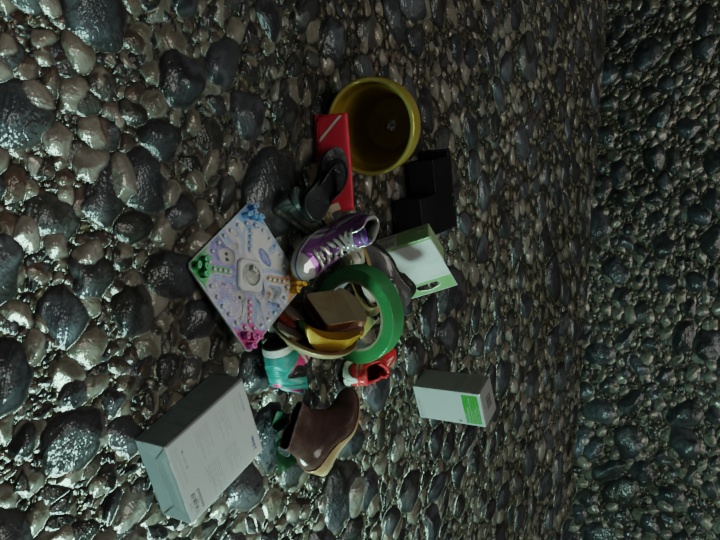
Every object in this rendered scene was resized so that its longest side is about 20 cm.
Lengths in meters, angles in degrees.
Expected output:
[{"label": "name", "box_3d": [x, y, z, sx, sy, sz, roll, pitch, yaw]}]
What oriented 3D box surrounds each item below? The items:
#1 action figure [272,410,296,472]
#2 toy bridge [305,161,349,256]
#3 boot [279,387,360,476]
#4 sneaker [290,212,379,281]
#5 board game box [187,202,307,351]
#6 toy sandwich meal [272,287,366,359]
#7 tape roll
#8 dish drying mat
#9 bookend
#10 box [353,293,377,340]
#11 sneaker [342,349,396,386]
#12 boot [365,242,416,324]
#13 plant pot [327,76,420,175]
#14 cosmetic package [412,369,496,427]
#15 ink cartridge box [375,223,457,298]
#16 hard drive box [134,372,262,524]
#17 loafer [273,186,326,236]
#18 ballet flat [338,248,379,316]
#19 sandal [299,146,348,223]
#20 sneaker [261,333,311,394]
[{"label": "action figure", "box_3d": [-0.108, 0.349, 1.579, 0.199, 0.054, 0.121, 9, 82, -61]}, {"label": "toy bridge", "box_3d": [-0.063, -0.124, 1.553, 0.203, 0.027, 0.067, 67, 19, -4]}, {"label": "boot", "box_3d": [-0.076, 0.299, 1.508, 0.167, 0.071, 0.203, 54, 52, -47]}, {"label": "sneaker", "box_3d": [-0.043, -0.052, 1.460, 0.200, 0.113, 0.073, -44, 117, -29]}, {"label": "board game box", "box_3d": [-0.200, 0.008, 1.388, 0.202, 0.026, 0.201, 59, 44, -23]}, {"label": "toy sandwich meal", "box_3d": [-0.079, 0.095, 1.476, 0.204, 0.204, 0.071, -19, 137, -55]}, {"label": "tape roll", "box_3d": [-0.003, 0.091, 1.582, 0.048, 0.197, 0.205, -20, 109, -54]}, {"label": "dish drying mat", "box_3d": [-0.057, -0.227, 1.589, 0.018, 0.075, 0.205, -65, 152, -79]}, {"label": "bookend", "box_3d": [0.152, -0.190, 1.899, 0.199, 0.091, 0.203, -25, 111, -52]}, {"label": "box", "box_3d": [0.017, 0.081, 1.749, 0.200, 0.049, 0.077, -46, 128, -45]}, {"label": "sneaker", "box_3d": [0.038, 0.230, 1.761, 0.199, 0.083, 0.079, -24, 113, -54]}, {"label": "boot", "box_3d": [0.037, 0.032, 1.695, 0.199, 0.070, 0.133, 41, 52, -11]}, {"label": "plant pot", "box_3d": [0.047, -0.318, 1.651, 0.189, 0.196, 0.206, -32, 120, -68]}, {"label": "cosmetic package", "box_3d": [0.249, 0.335, 1.993, 0.085, 0.196, 0.110, -45, 126, -47]}, {"label": "ink cartridge box", "box_3d": [0.139, -0.018, 1.841, 0.201, 0.143, 0.049, 52, 28, -46]}, {"label": "hard drive box", "box_3d": [-0.271, 0.301, 1.296, 0.200, 0.075, 0.159, -40, 125, -48]}, {"label": "loafer", "box_3d": [-0.108, -0.105, 1.547, 0.200, 0.062, 0.073, 43, 26, -54]}, {"label": "ballet flat", "box_3d": [0.000, 0.000, 1.633, 0.063, 0.067, 0.203, 116, -50, -76]}, {"label": "sandal", "box_3d": [-0.058, -0.173, 1.505, 0.076, 0.047, 0.203, 49, 45, -29]}, {"label": "sneaker", "box_3d": [-0.125, 0.183, 1.508, 0.199, 0.082, 0.124, -25, 117, -58]}]
